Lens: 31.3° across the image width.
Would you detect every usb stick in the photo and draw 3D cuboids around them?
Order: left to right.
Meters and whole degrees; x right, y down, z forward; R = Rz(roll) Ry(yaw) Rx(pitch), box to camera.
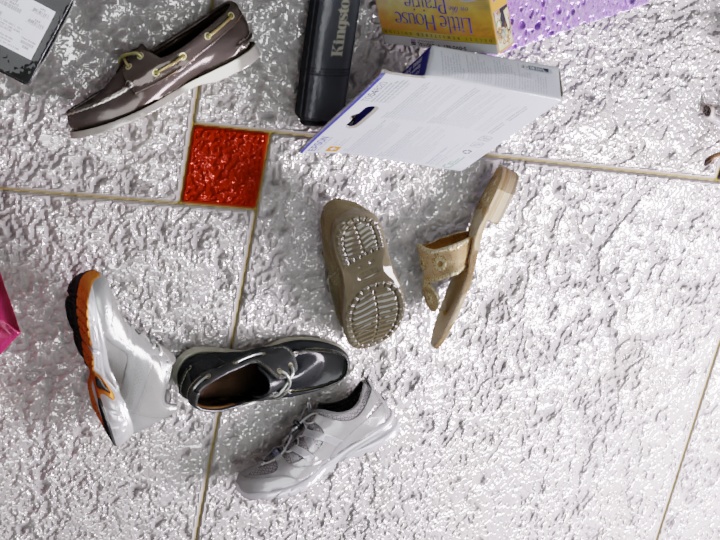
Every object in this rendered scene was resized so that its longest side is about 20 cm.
[{"bbox_3d":[-0.029,-0.242,1.275,0.055,0.033,0.202,-1,112,-27],"label":"usb stick"}]

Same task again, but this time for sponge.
[{"bbox_3d":[0.203,-0.305,1.347,0.199,0.030,0.112,-21,117,-13],"label":"sponge"}]

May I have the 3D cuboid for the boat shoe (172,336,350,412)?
[{"bbox_3d":[-0.099,0.117,1.384,0.198,0.068,0.072,-4,112,-25],"label":"boat shoe"}]

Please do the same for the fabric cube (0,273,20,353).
[{"bbox_3d":[-0.446,0.038,1.122,0.199,0.200,0.196,-46,120,1],"label":"fabric cube"}]

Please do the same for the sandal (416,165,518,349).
[{"bbox_3d":[0.097,-0.025,1.414,0.069,0.078,0.213,24,96,-9],"label":"sandal"}]

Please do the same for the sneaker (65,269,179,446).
[{"bbox_3d":[-0.239,0.079,1.311,0.091,0.076,0.201,-21,127,-22],"label":"sneaker"}]

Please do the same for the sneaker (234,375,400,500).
[{"bbox_3d":[-0.057,0.187,1.440,0.199,0.075,0.083,-28,106,-17],"label":"sneaker"}]

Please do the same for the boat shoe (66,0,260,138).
[{"bbox_3d":[-0.192,-0.188,1.209,0.199,0.072,0.060,-28,114,-14],"label":"boat shoe"}]

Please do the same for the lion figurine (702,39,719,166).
[{"bbox_3d":[0.466,-0.215,1.487,0.122,0.073,0.201,-11,131,-29],"label":"lion figurine"}]

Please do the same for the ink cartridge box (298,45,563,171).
[{"bbox_3d":[0.064,-0.159,1.269,0.198,0.199,0.041,4,71,-27],"label":"ink cartridge box"}]

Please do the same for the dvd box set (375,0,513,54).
[{"bbox_3d":[0.063,-0.305,1.202,0.029,0.146,0.201,-38,128,-36],"label":"dvd box set"}]

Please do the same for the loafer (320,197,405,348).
[{"bbox_3d":[0.000,0.000,1.377,0.075,0.068,0.201,-17,133,-12],"label":"loafer"}]

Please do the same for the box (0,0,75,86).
[{"bbox_3d":[-0.351,-0.252,1.057,0.199,0.164,0.087,26,101,-29],"label":"box"}]
